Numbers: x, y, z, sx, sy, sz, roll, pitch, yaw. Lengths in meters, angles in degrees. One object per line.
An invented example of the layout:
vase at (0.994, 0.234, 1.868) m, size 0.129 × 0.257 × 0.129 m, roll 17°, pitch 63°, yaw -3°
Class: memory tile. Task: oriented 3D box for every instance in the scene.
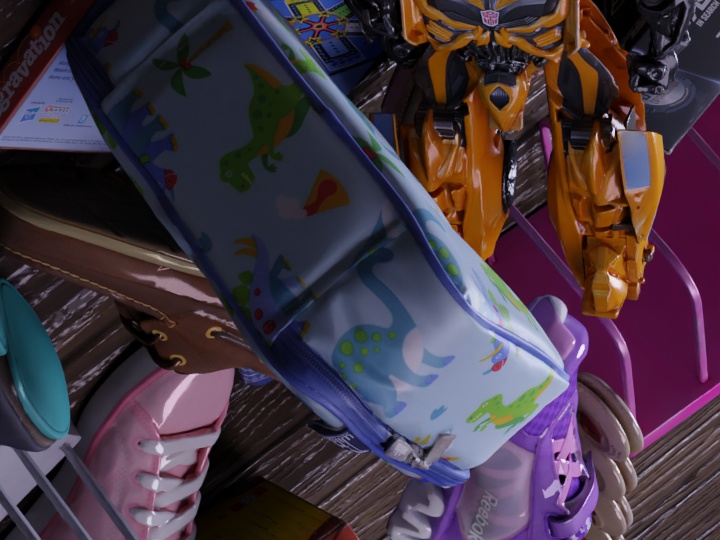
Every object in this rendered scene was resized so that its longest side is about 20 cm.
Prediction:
memory tile at (0.089, 0.076, 1.454) m, size 0.017 × 0.153 × 0.200 m, roll -38°, pitch 156°, yaw -16°

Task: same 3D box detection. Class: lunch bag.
lunch bag at (-0.014, -0.016, 1.020) m, size 0.082 × 0.200 × 0.161 m, roll -41°, pitch 157°, yaw 7°

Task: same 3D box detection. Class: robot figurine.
robot figurine at (0.063, -0.072, 1.102) m, size 0.201 × 0.144 × 0.058 m, roll 80°, pitch 21°, yaw -43°

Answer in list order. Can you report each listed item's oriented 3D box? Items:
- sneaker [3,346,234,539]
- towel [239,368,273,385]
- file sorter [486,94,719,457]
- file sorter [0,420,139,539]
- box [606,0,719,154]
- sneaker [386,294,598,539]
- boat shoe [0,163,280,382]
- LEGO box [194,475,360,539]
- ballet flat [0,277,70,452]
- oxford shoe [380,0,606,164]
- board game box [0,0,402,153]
sneaker at (-0.099, 0.123, 1.324) m, size 0.075 × 0.105 × 0.201 m, roll -5°, pitch 139°, yaw -50°
towel at (0.000, 0.000, 1.286) m, size 0.144 × 0.024 × 0.200 m, roll -34°, pitch 173°, yaw -6°
file sorter at (0.170, -0.036, 1.394) m, size 0.199 × 0.139 × 0.126 m, roll -35°, pitch 154°, yaw -10°
file sorter at (-0.193, 0.146, 1.199) m, size 0.139 × 0.125 × 0.200 m, roll -45°, pitch 156°, yaw 14°
box at (0.173, -0.166, 1.162) m, size 0.200 × 0.043 × 0.161 m, roll -52°, pitch -167°, yaw 28°
sneaker at (0.082, 0.091, 1.347) m, size 0.081 × 0.088 × 0.201 m, roll -47°, pitch 169°, yaw -35°
boat shoe at (-0.066, 0.012, 1.125) m, size 0.199 × 0.072 × 0.068 m, roll 18°, pitch 108°, yaw -31°
LEGO box at (-0.021, 0.196, 1.410) m, size 0.077 × 0.149 × 0.200 m, roll -35°, pitch -170°, yaw -10°
ballet flat at (-0.166, 0.029, 1.111) m, size 0.073 × 0.073 × 0.200 m, roll -36°, pitch 163°, yaw -7°
oxford shoe at (0.061, -0.098, 1.169) m, size 0.200 × 0.073 × 0.071 m, roll -63°, pitch -179°, yaw 45°
board game box at (-0.060, -0.088, 1.101) m, size 0.103 × 0.019 × 0.199 m, roll -49°, pitch 155°, yaw 24°
